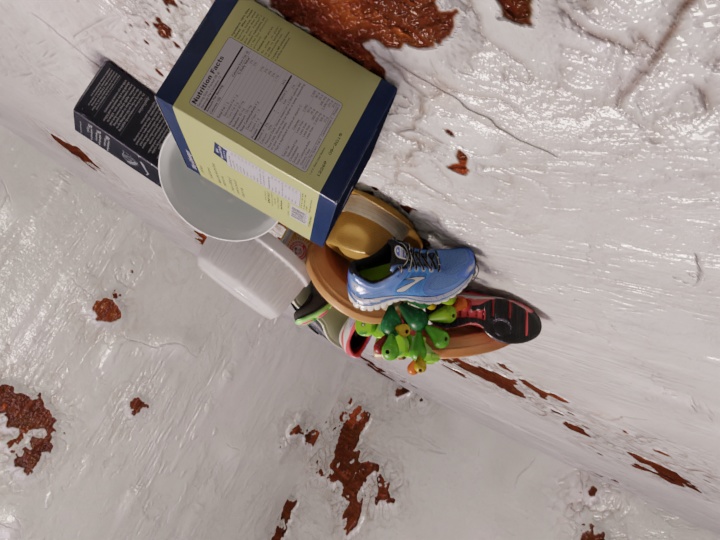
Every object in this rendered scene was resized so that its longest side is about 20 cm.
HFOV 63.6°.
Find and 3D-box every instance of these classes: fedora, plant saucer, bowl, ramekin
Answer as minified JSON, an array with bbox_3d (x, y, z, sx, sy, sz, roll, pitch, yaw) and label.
[{"bbox_3d":[0.004,-0.054,0.923,0.197,0.083,0.201,28,167,7],"label":"fedora"},{"bbox_3d":[0.000,0.000,1.002,0.197,0.202,0.038,31,127,-8],"label":"plant saucer"},{"bbox_3d":[-0.197,-0.155,0.884,0.195,0.091,0.205,3,126,4],"label":"bowl"},{"bbox_3d":[0.184,0.118,1.063,0.194,0.033,0.200,-10,-175,1],"label":"plant saucer"},{"bbox_3d":[-0.190,-0.004,1.012,0.198,0.106,0.201,34,167,9],"label":"ramekin"}]

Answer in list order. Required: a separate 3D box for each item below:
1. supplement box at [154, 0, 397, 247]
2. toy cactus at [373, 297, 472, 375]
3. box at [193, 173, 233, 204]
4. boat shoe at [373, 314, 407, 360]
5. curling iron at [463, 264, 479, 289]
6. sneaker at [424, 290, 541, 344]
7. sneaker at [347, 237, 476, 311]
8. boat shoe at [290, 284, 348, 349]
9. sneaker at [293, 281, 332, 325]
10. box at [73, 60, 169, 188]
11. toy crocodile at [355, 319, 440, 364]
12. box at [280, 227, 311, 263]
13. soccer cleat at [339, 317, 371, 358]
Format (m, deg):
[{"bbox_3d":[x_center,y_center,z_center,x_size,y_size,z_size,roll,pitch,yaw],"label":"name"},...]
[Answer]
[{"bbox_3d":[-0.089,-0.152,0.638,0.197,0.137,0.200,30,167,-2],"label":"supplement box"},{"bbox_3d":[0.074,0.067,0.913,0.164,0.199,0.104,38,146,20],"label":"toy cactus"},{"bbox_3d":[-0.242,-0.158,1.044,0.123,0.099,0.199,35,167,-22],"label":"box"},{"bbox_3d":[0.066,0.091,1.127,0.063,0.202,0.073,-8,122,20],"label":"boat shoe"},{"bbox_3d":[0.104,-0.007,0.938,0.197,0.051,0.025,11,177,44],"label":"curling iron"},{"bbox_3d":[0.213,0.064,0.992,0.195,0.076,0.087,12,-160,22],"label":"sneaker"},{"bbox_3d":[0.073,0.000,0.843,0.194,0.080,0.090,-13,141,1],"label":"sneaker"},{"bbox_3d":[-0.079,0.088,1.164,0.198,0.076,0.065,39,164,-34],"label":"boat shoe"},{"bbox_3d":[-0.066,0.017,1.092,0.083,0.202,0.077,37,163,-2],"label":"sneaker"},{"bbox_3d":[-0.389,-0.245,1.026,0.198,0.106,0.147,35,166,-23],"label":"box"},{"bbox_3d":[0.054,0.104,1.009,0.198,0.063,0.067,29,-173,36],"label":"toy crocodile"},{"bbox_3d":[-0.073,-0.017,1.177,0.198,0.114,0.101,34,166,-13],"label":"box"},{"bbox_3d":[0.018,0.069,1.104,0.067,0.204,0.073,20,-170,-20],"label":"soccer cleat"}]
